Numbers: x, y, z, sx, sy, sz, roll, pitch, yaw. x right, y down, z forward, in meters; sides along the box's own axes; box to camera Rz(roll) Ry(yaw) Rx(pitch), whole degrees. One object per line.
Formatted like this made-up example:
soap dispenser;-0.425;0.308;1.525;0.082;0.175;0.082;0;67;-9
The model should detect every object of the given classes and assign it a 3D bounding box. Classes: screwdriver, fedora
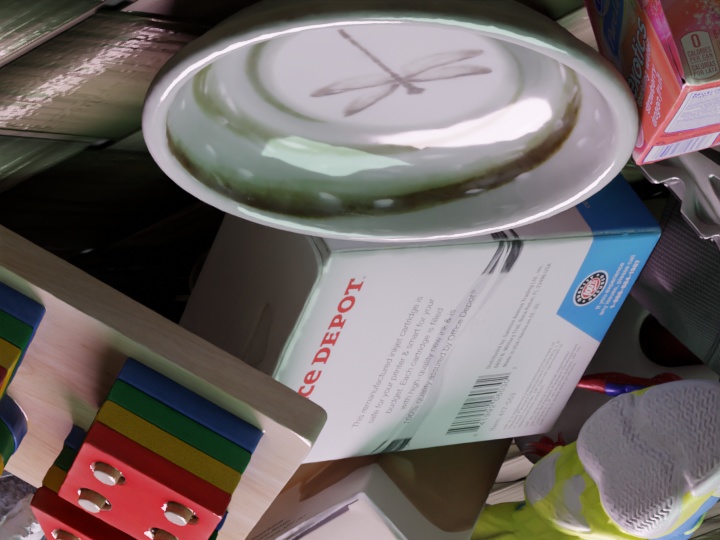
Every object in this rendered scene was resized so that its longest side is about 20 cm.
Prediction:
screwdriver;-0.072;0.004;1.519;0.199;0.028;0.029;-5;-167;-45
fedora;0.194;-0.017;1.506;0.177;0.090;0.200;-67;175;26

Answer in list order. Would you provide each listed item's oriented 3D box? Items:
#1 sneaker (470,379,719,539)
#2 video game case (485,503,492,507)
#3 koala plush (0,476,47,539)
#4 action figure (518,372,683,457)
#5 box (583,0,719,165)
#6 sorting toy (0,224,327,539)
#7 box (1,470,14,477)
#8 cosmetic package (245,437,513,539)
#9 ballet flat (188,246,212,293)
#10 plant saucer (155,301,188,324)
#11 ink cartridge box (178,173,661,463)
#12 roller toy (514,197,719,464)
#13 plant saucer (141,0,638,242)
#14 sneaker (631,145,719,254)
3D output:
sneaker;0.141;0.123;1.484;0.200;0.076;0.105;-31;144;32
video game case;0.083;0.174;1.654;0.199;0.022;0.182;14;-167;43
koala plush;-0.239;0.149;1.599;0.176;0.185;0.200;9;167;9
action figure;0.114;0.096;1.566;0.099;0.066;0.200;14;153;-14
box;0.198;-0.122;1.165;0.199;0.095;0.103;-15;167;-10
sorting toy;-0.140;0.080;1.343;0.199;0.070;0.199;29;151;-3
box;-0.280;0.092;1.492;0.199;0.035;0.110;-11;-163;-25
cosmetic package;0.013;0.108;1.517;0.105;0.071;0.200;-33;-166;29
ballet flat;0.000;0.000;1.510;0.199;0.068;0.062;-11;178;-21
plant saucer;-0.093;0.049;1.505;0.199;0.036;0.200;1;-167;0
ink cartridge box;0.025;0.012;1.410;0.199;0.086;0.147;-3;135;-34
roller toy;0.175;0.035;1.696;0.199;0.140;0.182;-15;161;27
plant saucer;0.012;-0.074;1.169;0.199;0.050;0.200;0;156;0
sneaker;0.209;-0.029;1.362;0.088;0.200;0.074;-42;175;19
